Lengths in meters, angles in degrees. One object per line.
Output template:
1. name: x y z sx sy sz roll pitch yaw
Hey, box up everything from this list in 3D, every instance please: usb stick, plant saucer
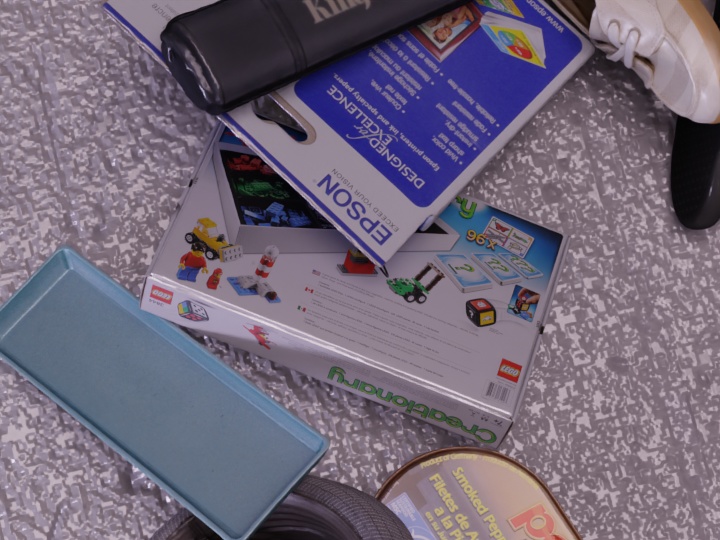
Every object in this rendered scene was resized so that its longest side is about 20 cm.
1. usb stick: -0.011 -0.135 1.025 0.200 0.033 0.056 -27 76 -29
2. plant saucer: -0.106 0.062 1.015 0.200 0.019 0.070 35 72 28

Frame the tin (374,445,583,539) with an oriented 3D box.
1. tin: 0.078 0.184 1.035 0.112 0.042 0.200 -32 82 -7

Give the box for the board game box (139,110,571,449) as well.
1. board game box: 0.000 0.000 1.048 0.199 0.035 0.126 22 54 0

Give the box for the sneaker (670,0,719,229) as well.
1. sneaker: 0.241 -0.112 1.099 0.108 0.067 0.202 13 88 -19

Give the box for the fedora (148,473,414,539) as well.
1. fedora: -0.036 0.193 0.966 0.177 0.090 0.200 -41 40 -7

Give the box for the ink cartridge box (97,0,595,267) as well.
1. ink cartridge box: -0.007 -0.120 1.064 0.198 0.047 0.200 43 61 4

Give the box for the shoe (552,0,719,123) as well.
1. shoe: 0.128 -0.146 1.081 0.053 0.070 0.200 -27 61 -15
